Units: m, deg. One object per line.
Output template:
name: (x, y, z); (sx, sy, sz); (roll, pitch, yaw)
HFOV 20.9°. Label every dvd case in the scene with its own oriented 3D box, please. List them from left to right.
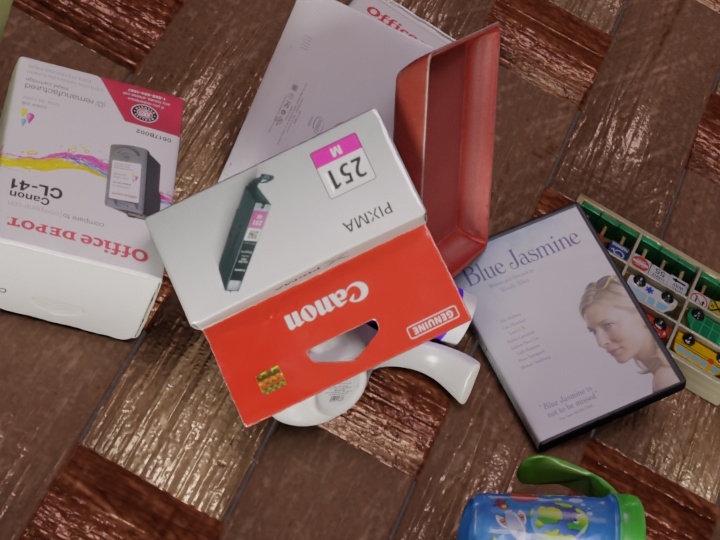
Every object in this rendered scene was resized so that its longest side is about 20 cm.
dvd case: (0.171, 0.045, 1.679); (0.142, 0.018, 0.201); (-22, 62, -12)

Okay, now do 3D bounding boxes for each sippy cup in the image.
sippy cup: (0.137, 0.227, 1.481); (0.129, 0.141, 0.178); (10, 10, -3)

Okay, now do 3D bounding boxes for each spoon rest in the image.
spoon rest: (0.003, 0.080, 1.568); (0.199, 0.100, 0.061); (3, 27, -40)

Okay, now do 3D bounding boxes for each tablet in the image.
tablet: (-0.030, -0.121, 1.640); (0.130, 0.201, 0.014); (26, 14, 5)

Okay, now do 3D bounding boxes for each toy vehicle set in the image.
toy vehicle set: (0.260, 0.025, 1.761); (0.199, 0.027, 0.125); (30, 47, 1)

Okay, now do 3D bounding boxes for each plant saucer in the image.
plant saucer: (0.066, -0.094, 1.595); (0.036, 0.201, 0.200); (8, 17, 18)

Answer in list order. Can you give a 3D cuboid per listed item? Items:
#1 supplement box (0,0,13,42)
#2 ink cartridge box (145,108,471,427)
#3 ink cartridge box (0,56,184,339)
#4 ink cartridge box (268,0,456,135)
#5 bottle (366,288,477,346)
supplement box: (-0.378, -0.208, 1.539); (0.134, 0.200, 0.200); (33, 47, 3)
ink cartridge box: (-0.039, -0.002, 1.482); (0.199, 0.044, 0.174); (-25, 79, -1)
ink cartridge box: (-0.227, -0.060, 1.568); (0.147, 0.086, 0.201); (14, 48, -15)
ink cartridge box: (0.010, -0.143, 1.744); (0.145, 0.085, 0.200); (33, 49, 3)
bottle: (0.000, 0.000, 1.624); (0.199, 0.084, 0.065); (25, 9, -9)
